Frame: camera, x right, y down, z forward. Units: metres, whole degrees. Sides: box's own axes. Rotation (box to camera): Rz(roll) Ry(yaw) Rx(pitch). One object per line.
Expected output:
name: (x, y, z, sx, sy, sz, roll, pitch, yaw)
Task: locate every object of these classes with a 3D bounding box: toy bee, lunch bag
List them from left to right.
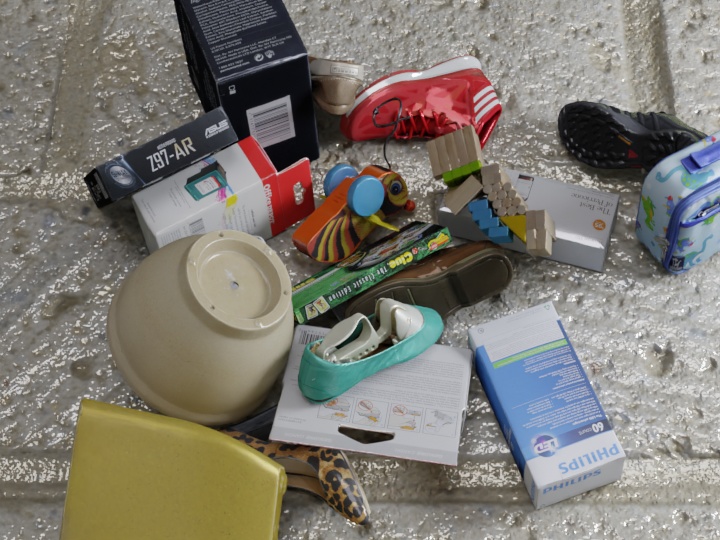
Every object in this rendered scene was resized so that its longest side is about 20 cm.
toy bee: (0.016, -0.080, 1.688, 0.200, 0.109, 0.131, -41, 40, 10)
lunch bag: (0.407, -0.093, 1.629, 0.199, 0.161, 0.083, -27, 60, -14)

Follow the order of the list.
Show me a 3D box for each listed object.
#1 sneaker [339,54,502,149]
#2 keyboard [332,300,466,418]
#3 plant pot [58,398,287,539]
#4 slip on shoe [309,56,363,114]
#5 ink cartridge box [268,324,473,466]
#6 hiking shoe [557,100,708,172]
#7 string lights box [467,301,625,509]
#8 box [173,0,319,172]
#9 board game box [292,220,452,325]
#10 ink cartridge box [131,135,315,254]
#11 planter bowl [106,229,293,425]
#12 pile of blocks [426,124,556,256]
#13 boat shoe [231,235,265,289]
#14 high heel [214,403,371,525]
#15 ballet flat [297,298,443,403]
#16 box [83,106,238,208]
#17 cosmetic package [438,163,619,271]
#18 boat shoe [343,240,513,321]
sneaker: (0.082, -0.184, 1.759, 0.198, 0.079, 0.116, -25, 58, -10)
keyboard: (0.041, 0.102, 1.621, 0.056, 0.011, 0.201, -29, 61, -14)
plant pot: (-0.176, 0.241, 1.421, 0.197, 0.194, 0.198, 7, 81, 1)
slip on shoe: (-0.038, -0.225, 1.756, 0.075, 0.200, 0.061, 4, 99, -15)
ink cartridge box: (0.013, 0.142, 1.538, 0.197, 0.045, 0.177, 8, 41, 5)
hiking shoe: (0.331, -0.156, 1.735, 0.199, 0.077, 0.100, 24, 23, 35)
string lights box: (0.196, 0.142, 1.557, 0.102, 0.059, 0.201, -17, 59, -7)
box: (-0.139, -0.247, 1.741, 0.116, 0.197, 0.201, -20, 58, -10)
board game box: (0.000, 0.000, 1.643, 0.199, 0.024, 0.105, -28, 16, -13)
ink cartridge box: (-0.156, -0.076, 1.683, 0.199, 0.117, 0.067, -28, 61, -14)
planter bowl: (-0.151, 0.042, 1.516, 0.198, 0.135, 0.202, 16, 52, -21)
pile of blocks: (0.149, -0.075, 1.642, 0.082, 0.062, 0.201, -41, 61, 6)
boat shoe: (-0.191, 0.019, 1.655, 0.199, 0.067, 0.074, -35, 62, -17)
high heel: (-0.085, 0.224, 1.511, 0.141, 0.072, 0.200, -25, 43, -19)
ballet flat: (0.016, 0.071, 1.534, 0.199, 0.071, 0.067, -28, 46, -33)
box: (-0.235, -0.128, 1.682, 0.159, 0.200, 0.044, -28, 97, -12)
cosmetic package: (0.196, -0.067, 1.693, 0.198, 0.051, 0.083, 14, 61, 12)
boat shoe: (0.073, 0.021, 1.642, 0.198, 0.073, 0.068, -17, 27, -5)
